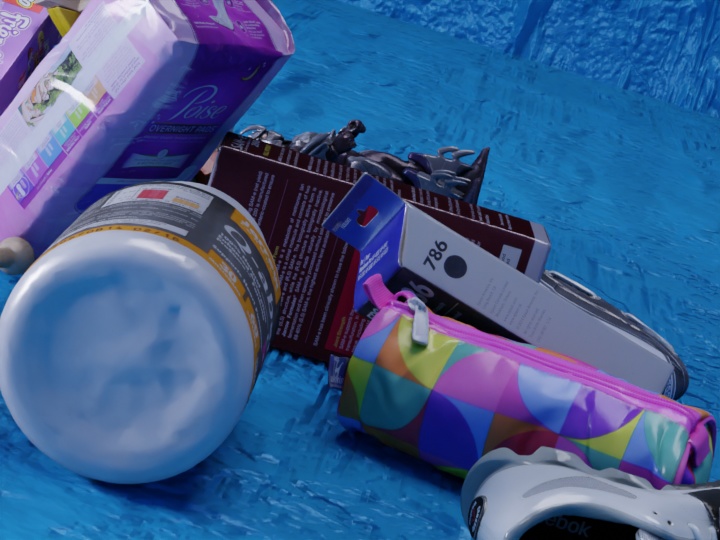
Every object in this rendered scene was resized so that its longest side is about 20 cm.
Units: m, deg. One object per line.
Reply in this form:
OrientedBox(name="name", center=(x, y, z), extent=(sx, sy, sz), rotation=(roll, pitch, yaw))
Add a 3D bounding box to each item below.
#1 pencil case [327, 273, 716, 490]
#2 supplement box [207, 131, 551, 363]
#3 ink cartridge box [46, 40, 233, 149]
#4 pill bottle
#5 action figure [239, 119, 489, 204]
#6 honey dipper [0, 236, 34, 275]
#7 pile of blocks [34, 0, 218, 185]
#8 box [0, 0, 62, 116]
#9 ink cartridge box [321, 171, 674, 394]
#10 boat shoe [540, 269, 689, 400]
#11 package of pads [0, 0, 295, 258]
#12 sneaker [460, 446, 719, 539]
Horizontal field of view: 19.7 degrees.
OrientedBox(name="pencil case", center=(0.082, 0.076, 1.066), extent=(0.200, 0.088, 0.088), rotation=(22, 14, 17))
OrientedBox(name="supplement box", center=(0.000, 0.000, 1.219), extent=(0.200, 0.109, 0.061), rotation=(17, 12, -4))
OrientedBox(name="ink cartridge box", center=(-0.189, -0.124, 1.432), extent=(0.200, 0.088, 0.145), rotation=(-3, 14, -1))
OrientedBox(name="pill bottle", center=(-0.099, 0.020, 0.994), extent=(0.116, 0.116, 0.200), rotation=(17, 13, 0))
OrientedBox(name="action figure", center=(-0.001, -0.086, 1.674), extent=(0.200, 0.069, 0.130), rotation=(14, 18, 3))
OrientedBox(name="honey dipper", center=(-0.227, -0.004, 1.106), extent=(0.038, 0.038, 0.200), rotation=(21, 12, 18))
OrientedBox(name="pile of blocks", center=(-0.142, -0.103, 1.309), extent=(0.200, 0.082, 0.062), rotation=(55, -22, -16))
OrientedBox(name="box", center=(-0.287, -0.125, 1.299), extent=(0.137, 0.039, 0.200), rotation=(19, 48, 9))
OrientedBox(name="ink cartridge box", center=(0.066, 0.027, 1.140), extent=(0.200, 0.039, 0.099), rotation=(33, -21, -3))
OrientedBox(name="boat shoe", center=(0.117, 0.032, 1.317), extent=(0.200, 0.072, 0.068), rotation=(26, 17, 24))
OrientedBox(name="package of pads", center=(-0.140, -0.089, 1.220), extent=(0.076, 0.200, 0.120), rotation=(53, 29, 19))
OrientedBox(name="sneaker", center=(0.147, 0.133, 0.943), extent=(0.200, 0.074, 0.089), rotation=(6, 14, -4))
